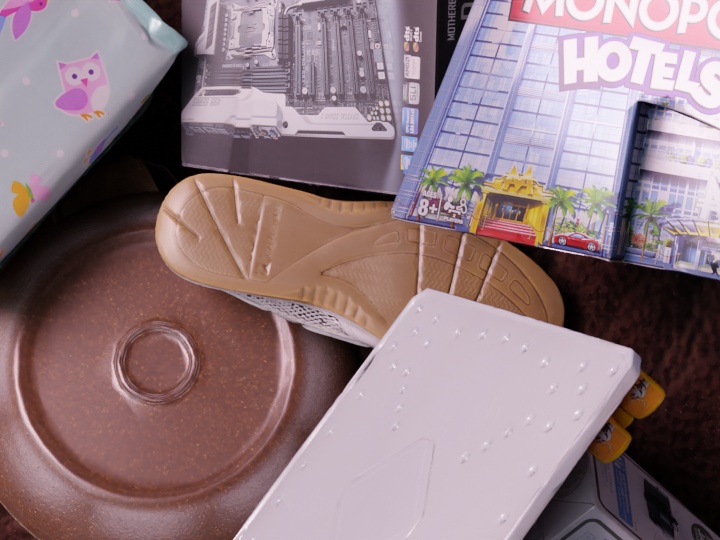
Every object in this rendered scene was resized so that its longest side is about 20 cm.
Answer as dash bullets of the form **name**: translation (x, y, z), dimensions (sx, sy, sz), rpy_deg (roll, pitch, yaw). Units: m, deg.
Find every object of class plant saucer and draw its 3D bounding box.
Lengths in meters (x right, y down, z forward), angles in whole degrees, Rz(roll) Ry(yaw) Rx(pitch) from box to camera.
- **plant saucer**: translation (-0.100, 0.050, 1.053), dimensions (0.199, 0.037, 0.201), rpy_deg (1, 72, -2)

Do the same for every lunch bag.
- **lunch bag**: translation (-0.189, -0.080, 1.071), dimensions (0.122, 0.200, 0.170), rpy_deg (43, 79, -12)

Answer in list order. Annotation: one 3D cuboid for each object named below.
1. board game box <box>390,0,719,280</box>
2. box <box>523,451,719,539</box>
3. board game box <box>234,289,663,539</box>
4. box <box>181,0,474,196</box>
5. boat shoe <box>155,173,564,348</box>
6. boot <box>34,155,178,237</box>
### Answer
- **board game box**: translation (0.127, -0.101, 0.865), dimensions (0.199, 0.062, 0.201), rpy_deg (11, 94, 29)
- **box**: translation (0.122, 0.169, 0.901), dimensions (0.117, 0.060, 0.200), rpy_deg (-39, 114, 21)
- **board game box**: translation (0.016, 0.106, 0.882), dimensions (0.200, 0.026, 0.200), rpy_deg (-54, 22, -9)
- **box**: translation (-0.012, -0.142, 0.994), dimensions (0.157, 0.050, 0.201), rpy_deg (10, 103, 37)
- **boat shoe**: translation (0.000, 0.000, 1.026), dimensions (0.199, 0.069, 0.071), rpy_deg (18, 83, -2)
- **boot**: translation (-0.104, 0.031, 1.099), dimensions (0.075, 0.074, 0.201), rpy_deg (-30, 71, 18)
